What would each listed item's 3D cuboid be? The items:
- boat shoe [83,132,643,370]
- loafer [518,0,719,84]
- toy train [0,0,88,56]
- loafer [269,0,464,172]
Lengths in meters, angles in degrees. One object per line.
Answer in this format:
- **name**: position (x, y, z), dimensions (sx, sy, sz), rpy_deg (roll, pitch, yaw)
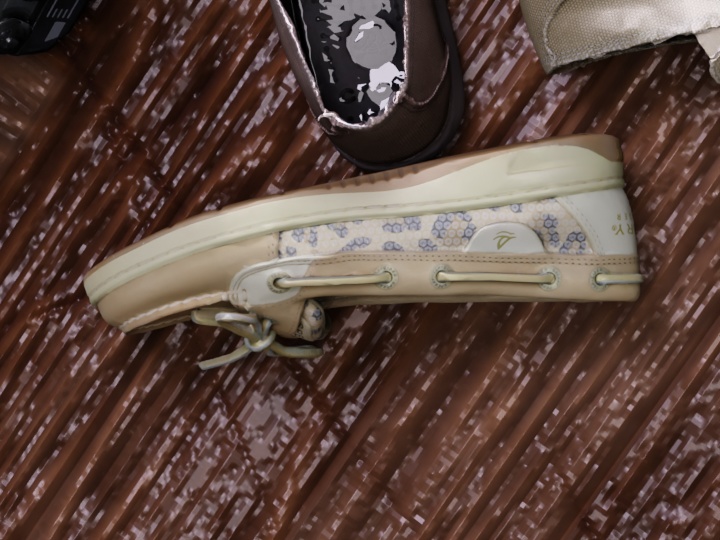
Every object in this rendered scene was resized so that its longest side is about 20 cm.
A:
- **boat shoe**: position (0.000, 0.000, 0.834), dimensions (0.198, 0.073, 0.063), rpy_deg (-13, 89, 8)
- **loafer**: position (0.147, -0.094, 0.809), dimensions (0.198, 0.076, 0.068), rpy_deg (5, 96, 17)
- **toy train**: position (-0.081, -0.150, 0.820), dimensions (0.200, 0.046, 0.034), rpy_deg (-53, 55, 34)
- **loafer**: position (-0.009, -0.134, 0.828), dimensions (0.073, 0.071, 0.201), rpy_deg (-19, 90, 9)
